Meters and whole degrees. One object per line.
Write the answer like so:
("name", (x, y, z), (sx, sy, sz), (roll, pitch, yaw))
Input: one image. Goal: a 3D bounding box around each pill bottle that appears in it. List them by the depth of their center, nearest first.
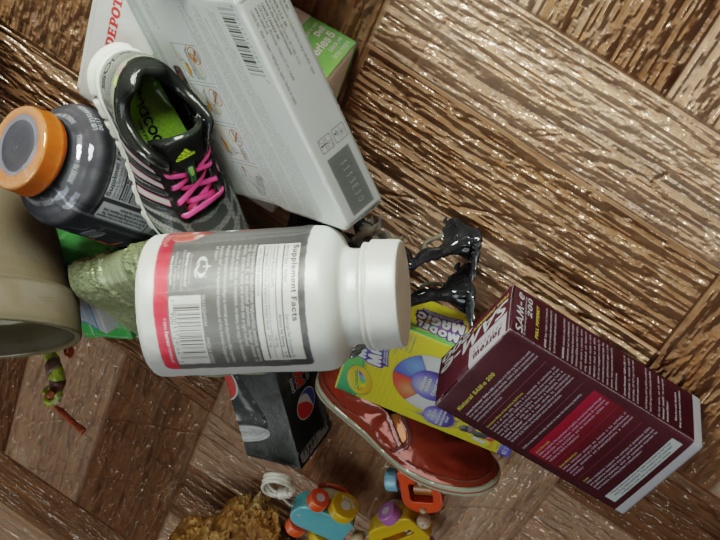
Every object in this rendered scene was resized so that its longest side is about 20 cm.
("pill bottle", (-0.064, 0.023, 1.182), (0.197, 0.111, 0.112), (-3, 129, 10))
("pill bottle", (-0.220, -0.079, 1.326), (0.105, 0.108, 0.199), (-5, 164, 38))

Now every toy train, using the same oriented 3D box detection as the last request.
("toy train", (0.008, 0.219, 1.538), (0.197, 0.056, 0.151), (-2, 134, 18))

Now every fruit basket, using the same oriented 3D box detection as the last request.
("fruit basket", (-0.287, -0.012, 1.519), (0.198, 0.094, 0.187), (16, 137, 30))

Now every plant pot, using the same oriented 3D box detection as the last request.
("plant pot", (-0.349, -0.022, 1.384), (0.197, 0.176, 0.200), (-2, 168, 0))

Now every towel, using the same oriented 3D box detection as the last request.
("towel", (-0.150, 0.039, 1.372), (0.147, 0.037, 0.200), (-14, 139, 39))

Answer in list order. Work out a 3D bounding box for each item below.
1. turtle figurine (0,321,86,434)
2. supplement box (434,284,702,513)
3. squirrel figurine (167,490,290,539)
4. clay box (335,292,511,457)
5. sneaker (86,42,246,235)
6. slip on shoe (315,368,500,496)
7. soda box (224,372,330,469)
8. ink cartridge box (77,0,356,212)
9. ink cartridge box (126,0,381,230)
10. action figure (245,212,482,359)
("turtle figurine", (-0.334, 0.064, 1.553), (0.064, 0.161, 0.202), (-30, 68, 11))
("supplement box", (0.173, 0.109, 1.279), (0.199, 0.061, 0.109), (31, 127, -15))
("squirrel figurine", (-0.114, 0.341, 1.690), (0.184, 0.142, 0.202), (2, 131, 25))
("clay box", (0.060, 0.083, 1.372), (0.198, 0.048, 0.116), (21, 137, 3))
("sneaker", (-0.144, -0.086, 1.212), (0.202, 0.073, 0.087), (63, 161, -17))
("slip on shoe", (0.047, 0.140, 1.442), (0.199, 0.074, 0.061), (36, 137, 9))
("soda box", (-0.089, 0.096, 1.499), (0.070, 0.063, 0.202), (10, 132, 27))
("ink cartridge box", (-0.121, -0.165, 1.267), (0.199, 0.084, 0.146), (31, 139, 6))
("ink cartridge box", (-0.084, -0.135, 1.177), (0.173, 0.043, 0.201), (20, 143, 52))
("action figure", (0.000, 0.000, 1.274), (0.197, 0.103, 0.120), (2, 127, -3))
